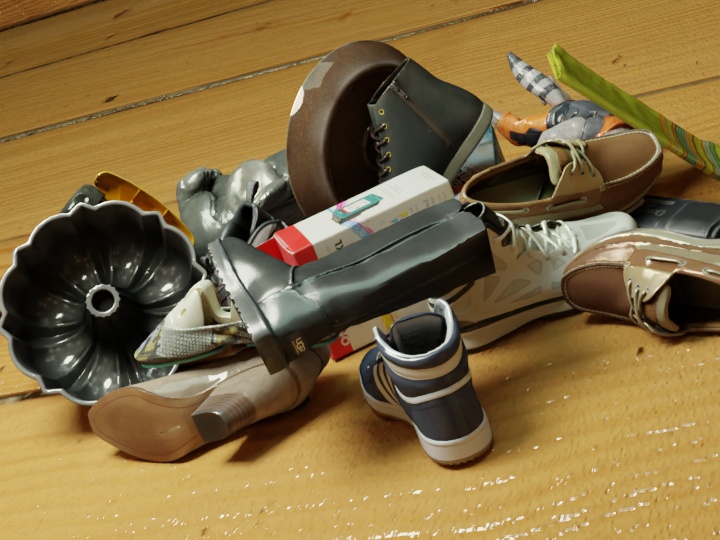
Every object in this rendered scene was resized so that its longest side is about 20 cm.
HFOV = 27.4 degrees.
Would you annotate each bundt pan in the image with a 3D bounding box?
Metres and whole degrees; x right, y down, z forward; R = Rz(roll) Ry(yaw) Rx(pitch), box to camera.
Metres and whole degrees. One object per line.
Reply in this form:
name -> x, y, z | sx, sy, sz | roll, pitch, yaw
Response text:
bundt pan -> -0.242, 0.039, 1.420 | 0.201, 0.202, 0.076 | -24, -15, -7

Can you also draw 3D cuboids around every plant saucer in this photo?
plant saucer -> 0.012, -0.125, 1.461 | 0.200, 0.201, 0.034 | -35, 32, -31

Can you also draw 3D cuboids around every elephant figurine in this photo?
elephant figurine -> -0.094, -0.076, 1.581 | 0.200, 0.156, 0.141 | -17, -2, 34

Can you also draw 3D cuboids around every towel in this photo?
towel -> 0.264, -0.147, 1.392 | 0.018, 0.200, 0.086 | -56, 14, 20

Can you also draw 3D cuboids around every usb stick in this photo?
usb stick -> 0.262, -0.046, 1.340 | 0.055, 0.033, 0.200 | -39, 28, -23

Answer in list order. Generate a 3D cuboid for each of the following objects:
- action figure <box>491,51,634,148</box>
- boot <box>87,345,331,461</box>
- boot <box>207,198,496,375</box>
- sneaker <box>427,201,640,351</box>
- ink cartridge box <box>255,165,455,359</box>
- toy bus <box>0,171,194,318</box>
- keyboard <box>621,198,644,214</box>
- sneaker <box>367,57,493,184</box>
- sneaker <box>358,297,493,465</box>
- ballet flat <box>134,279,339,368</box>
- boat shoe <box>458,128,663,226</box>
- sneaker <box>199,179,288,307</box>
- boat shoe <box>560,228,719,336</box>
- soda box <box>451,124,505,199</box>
action figure -> 0.186, -0.136, 1.430 | 0.199, 0.105, 0.193 | -10, 27, -36
boot -> -0.126, 0.105, 1.310 | 0.199, 0.070, 0.146 | -2, 23, 38
boot -> -0.010, -0.011, 1.189 | 0.200, 0.066, 0.165 | -28, 40, -5
sneaker -> 0.144, -0.018, 1.250 | 0.200, 0.116, 0.076 | -27, 41, -6
ink cartridge box -> 0.000, 0.000, 1.356 | 0.199, 0.117, 0.067 | -26, 23, -10
toy bus -> -0.289, 0.014, 1.567 | 0.200, 0.136, 0.192 | -56, 11, -15
keyboard -> 0.161, -0.025, 1.338 | 0.200, 0.011, 0.056 | -34, 48, -6
sneaker -> 0.030, -0.100, 1.425 | 0.200, 0.106, 0.075 | -57, 12, 3
sneaker -> 0.039, 0.068, 1.173 | 0.070, 0.109, 0.200 | -25, 22, -12
ballet flat -> -0.112, 0.038, 1.279 | 0.200, 0.072, 0.072 | -8, 25, 23
boat shoe -> 0.175, -0.077, 1.304 | 0.199, 0.074, 0.076 | -24, 57, -9
sneaker -> -0.074, -0.033, 1.466 | 0.078, 0.140, 0.200 | 3, 33, 46
boat shoe -> 0.241, 0.013, 1.168 | 0.199, 0.076, 0.072 | -4, 29, 40
soda box -> 0.117, -0.080, 1.494 | 0.063, 0.069, 0.200 | -19, 23, 11
